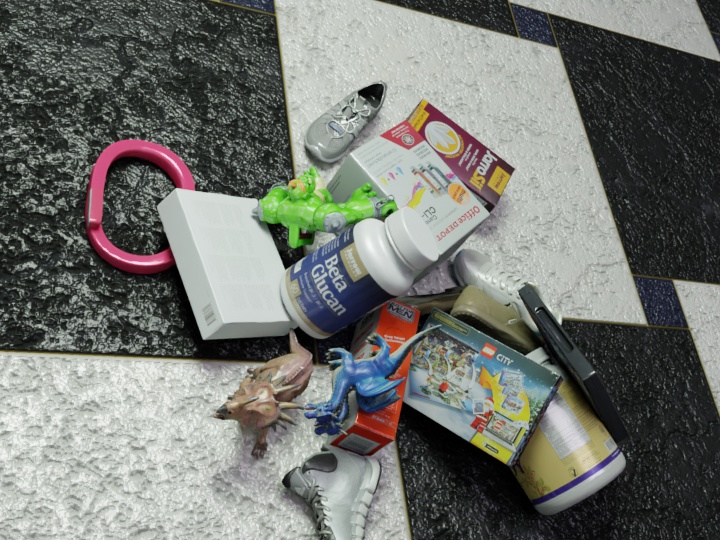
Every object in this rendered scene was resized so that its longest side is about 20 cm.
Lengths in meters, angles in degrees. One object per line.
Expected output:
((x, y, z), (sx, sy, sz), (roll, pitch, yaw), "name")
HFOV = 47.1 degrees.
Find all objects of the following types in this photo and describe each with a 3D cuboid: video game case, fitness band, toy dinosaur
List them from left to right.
((-0.299, -0.088, 1.130), (0.144, 0.037, 0.200), (12, 58, -26), "fitness band")
((-0.102, 0.143, 1.030), (0.086, 0.136, 0.200), (39, 50, -3), "toy dinosaur")
((0.306, 0.135, 1.189), (0.200, 0.025, 0.181), (51, 8, -45), "video game case")

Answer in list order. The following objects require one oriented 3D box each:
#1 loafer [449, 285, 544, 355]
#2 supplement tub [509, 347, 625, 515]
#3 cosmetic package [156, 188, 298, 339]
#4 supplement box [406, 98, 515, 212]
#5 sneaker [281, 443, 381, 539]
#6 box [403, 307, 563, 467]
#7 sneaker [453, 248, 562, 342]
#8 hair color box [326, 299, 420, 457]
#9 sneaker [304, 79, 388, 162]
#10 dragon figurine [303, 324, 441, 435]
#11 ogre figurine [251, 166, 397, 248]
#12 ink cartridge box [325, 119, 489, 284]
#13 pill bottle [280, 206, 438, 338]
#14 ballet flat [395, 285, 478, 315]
((0.218, 0.085, 1.252), (0.200, 0.076, 0.067), (36, 56, -34), "loafer")
((0.262, 0.225, 1.173), (0.145, 0.145, 0.200), (-23, 74, -36), "supplement tub")
((-0.172, -0.008, 1.108), (0.151, 0.052, 0.200), (2, 59, -50), "cosmetic package")
((0.145, -0.177, 1.390), (0.200, 0.086, 0.110), (36, 51, -5), "supplement box")
((-0.051, 0.300, 1.013), (0.115, 0.075, 0.200), (26, 42, -7), "sneaker")
((0.153, 0.156, 1.124), (0.200, 0.038, 0.137), (29, 85, 26), "box")
((0.235, 0.033, 1.317), (0.200, 0.081, 0.077), (43, 52, 3), "sneaker")
((0.018, 0.145, 1.117), (0.061, 0.102, 0.200), (24, 54, -14), "hair color box")
((-0.023, -0.253, 1.347), (0.075, 0.082, 0.200), (38, 51, -3), "sneaker")
((0.019, 0.136, 1.017), (0.200, 0.059, 0.099), (-15, 57, -15), "dragon figurine")
((-0.060, -0.088, 1.157), (0.200, 0.098, 0.120), (30, 32, 20), "ogre figurine")
((0.062, -0.091, 1.256), (0.200, 0.145, 0.145), (49, 50, 5), "ink cartridge box")
((0.000, 0.000, 1.100), (0.111, 0.200, 0.111), (44, 27, -29), "pill bottle")
((0.103, 0.059, 1.249), (0.200, 0.067, 0.046), (-10, 100, -36), "ballet flat")
